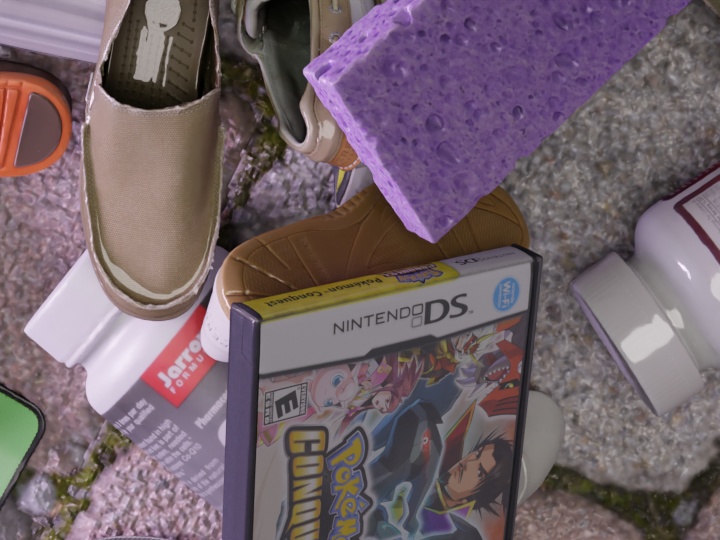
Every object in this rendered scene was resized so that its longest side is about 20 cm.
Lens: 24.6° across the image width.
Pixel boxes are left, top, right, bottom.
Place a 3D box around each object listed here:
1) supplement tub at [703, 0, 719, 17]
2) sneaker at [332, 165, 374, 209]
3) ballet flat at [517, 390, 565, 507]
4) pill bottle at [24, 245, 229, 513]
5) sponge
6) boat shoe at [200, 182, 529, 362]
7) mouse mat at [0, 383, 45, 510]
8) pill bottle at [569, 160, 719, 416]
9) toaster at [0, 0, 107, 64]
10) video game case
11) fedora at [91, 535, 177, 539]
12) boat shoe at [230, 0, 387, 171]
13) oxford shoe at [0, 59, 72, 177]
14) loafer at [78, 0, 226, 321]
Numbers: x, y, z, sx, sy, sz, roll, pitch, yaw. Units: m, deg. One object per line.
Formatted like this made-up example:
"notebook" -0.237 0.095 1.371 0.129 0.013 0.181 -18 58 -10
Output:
"supplement tub" 0.221 -0.206 0.866 0.200 0.145 0.145 42 94 -8
"sneaker" 0.047 -0.112 0.894 0.084 0.075 0.201 11 127 -17
"ballet flat" 0.036 0.141 0.947 0.199 0.069 0.070 -31 99 2
"pill bottle" -0.077 0.059 0.903 0.200 0.114 0.114 40 95 -8
"sponge" 0.075 -0.120 0.804 0.200 0.030 0.112 -44 126 -9
"boat shoe" 0.000 0.000 0.870 0.199 0.069 0.071 -15 71 -34
"mouse mat" -0.295 0.130 0.957 0.160 0.008 0.201 30 95 -7
"pill bottle" 0.222 -0.011 0.912 0.199 0.110 0.110 -34 99 2
"toaster" -0.131 -0.198 0.865 0.128 0.114 0.201 17 99 -9
"video game case" 0.011 0.097 0.840 0.180 0.025 0.201 -12 115 -36
"fedora" -0.128 0.248 0.940 0.199 0.090 0.178 14 98 -5
"boat shoe" -0.028 -0.142 0.852 0.068 0.075 0.201 -3 56 -32
"oxford shoe" -0.256 -0.088 0.892 0.198 0.073 0.072 5 112 -10
"loafer" -0.103 -0.071 0.805 0.075 0.067 0.202 0 100 -4
